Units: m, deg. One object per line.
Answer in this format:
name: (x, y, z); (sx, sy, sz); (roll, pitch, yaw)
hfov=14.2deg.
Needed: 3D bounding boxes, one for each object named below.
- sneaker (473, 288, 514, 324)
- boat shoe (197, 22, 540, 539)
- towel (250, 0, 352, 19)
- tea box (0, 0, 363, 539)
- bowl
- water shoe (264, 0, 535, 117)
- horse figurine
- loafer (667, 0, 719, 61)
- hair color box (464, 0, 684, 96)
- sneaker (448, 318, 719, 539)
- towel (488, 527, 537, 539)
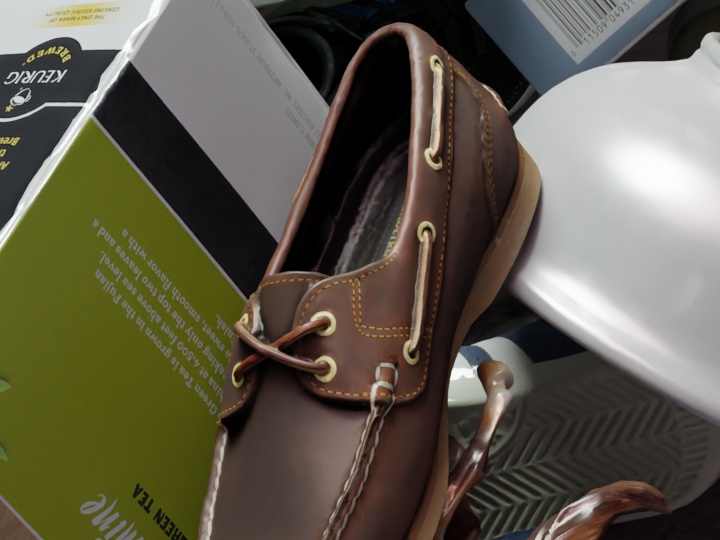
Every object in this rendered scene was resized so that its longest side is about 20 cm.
sneaker: (0.000, 0.000, 1.070); (0.199, 0.080, 0.075); (0, 22, -18)
boat shoe: (-0.008, 0.021, 0.822); (0.070, 0.070, 0.201); (-5, 51, 32)
towel: (-0.003, -0.122, 1.183); (0.152, 0.024, 0.200); (-15, 1, 15)
tea box: (-0.125, 0.018, 0.893); (0.199, 0.134, 0.197); (1, 49, 44)
bowl: (0.131, -0.013, 0.918); (0.200, 0.091, 0.201); (27, 13, -7)
water shoe: (-0.006, -0.072, 1.151); (0.199, 0.072, 0.079); (-21, -6, -15)
horse figurine: (-0.010, 0.100, 0.845); (0.199, 0.050, 0.133); (-17, 41, 31)
loafer: (0.213, -0.078, 1.119); (0.199, 0.075, 0.070); (-8, 36, 25)
hair color box: (0.133, -0.151, 1.195); (0.099, 0.061, 0.200); (-41, 0, 39)
sneaker: (0.035, 0.055, 0.976); (0.199, 0.076, 0.085); (-5, 14, 20)
towel: (0.057, 0.148, 0.831); (0.111, 0.049, 0.200); (-23, 33, -14)
